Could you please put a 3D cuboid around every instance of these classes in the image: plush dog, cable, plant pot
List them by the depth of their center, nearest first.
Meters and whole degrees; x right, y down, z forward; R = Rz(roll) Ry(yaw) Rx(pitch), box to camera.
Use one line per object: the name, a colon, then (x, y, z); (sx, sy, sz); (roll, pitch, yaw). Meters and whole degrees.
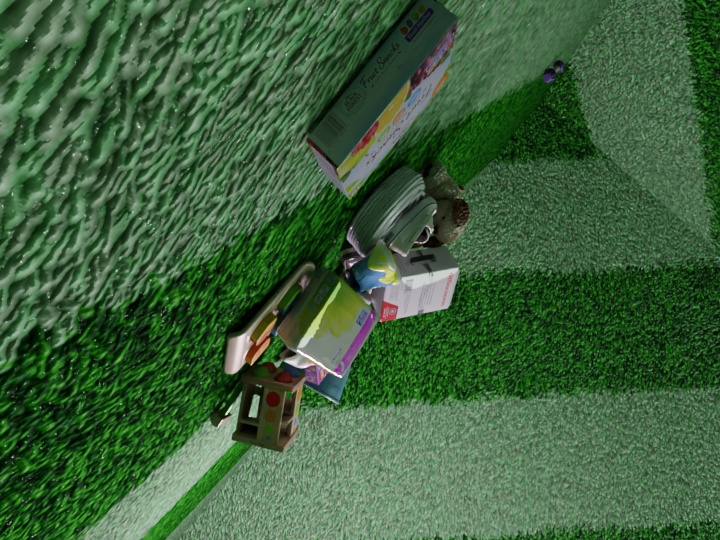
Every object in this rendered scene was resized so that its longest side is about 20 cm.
cable: (0.052, -0.120, 1.067); (0.201, 0.069, 0.200); (-48, 173, -4)
plush dog: (0.211, -0.149, 1.325); (0.155, 0.177, 0.201); (4, 147, -23)
plant pot: (-0.104, 0.237, 1.471); (0.192, 0.195, 0.201); (-61, 176, -13)

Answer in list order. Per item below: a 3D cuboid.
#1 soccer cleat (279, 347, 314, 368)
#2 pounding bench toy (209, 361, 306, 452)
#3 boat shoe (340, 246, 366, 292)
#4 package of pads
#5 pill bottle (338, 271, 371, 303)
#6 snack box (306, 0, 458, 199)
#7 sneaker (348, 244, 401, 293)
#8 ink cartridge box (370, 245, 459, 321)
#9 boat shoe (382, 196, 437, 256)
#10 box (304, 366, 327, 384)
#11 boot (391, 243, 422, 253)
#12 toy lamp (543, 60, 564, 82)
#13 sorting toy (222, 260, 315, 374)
soccer cleat: (-0.101, 0.098, 1.060); (0.083, 0.068, 0.207); (16, 96, -42)
pounding bench toy: (-0.234, 0.287, 1.183); (0.124, 0.192, 0.163); (-12, 112, -82)
boat shoe: (0.000, 0.000, 1.200); (0.070, 0.067, 0.200); (-11, 162, 9)
package of pads: (-0.058, 0.104, 1.001); (0.157, 0.067, 0.200); (-55, 143, -8)
pill bottle: (-0.068, 0.115, 1.336); (0.202, 0.110, 0.111); (-51, 173, 12)
snack box: (0.027, -0.190, 0.609); (0.201, 0.053, 0.142); (-51, 174, -1)
sneaker: (0.024, 0.002, 1.070); (0.102, 0.078, 0.200); (-26, 164, 3)
ink cartridge box: (0.133, 0.032, 1.308); (0.192, 0.085, 0.148); (-9, 134, -17)
boat shoe: (0.119, -0.089, 1.087); (0.073, 0.066, 0.199); (-53, 171, 36)
box: (-0.085, 0.135, 1.202); (0.137, 0.038, 0.207); (-46, 140, -49)
boot: (0.082, -0.057, 1.302); (0.138, 0.073, 0.204); (-1, 145, -18)
toy lamp: (0.830, -0.857, 2.269); (0.200, 0.058, 0.059); (-48, 174, -43)
sorting toy: (-0.160, 0.091, 0.940); (0.200, 0.036, 0.186); (-46, 172, -32)
